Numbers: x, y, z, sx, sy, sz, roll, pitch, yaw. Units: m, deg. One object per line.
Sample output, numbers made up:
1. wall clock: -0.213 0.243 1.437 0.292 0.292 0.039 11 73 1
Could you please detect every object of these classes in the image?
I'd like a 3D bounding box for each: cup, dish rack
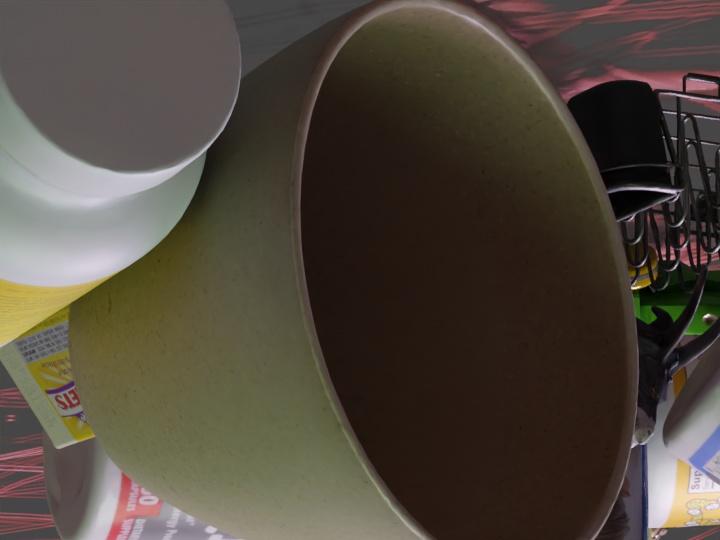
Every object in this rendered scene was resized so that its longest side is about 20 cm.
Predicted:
1. cup: -0.016 0.019 0.963 0.143 0.201 0.200 -15 162 34
2. dish rack: 0.134 -0.029 1.117 0.200 0.055 0.153 5 164 -32

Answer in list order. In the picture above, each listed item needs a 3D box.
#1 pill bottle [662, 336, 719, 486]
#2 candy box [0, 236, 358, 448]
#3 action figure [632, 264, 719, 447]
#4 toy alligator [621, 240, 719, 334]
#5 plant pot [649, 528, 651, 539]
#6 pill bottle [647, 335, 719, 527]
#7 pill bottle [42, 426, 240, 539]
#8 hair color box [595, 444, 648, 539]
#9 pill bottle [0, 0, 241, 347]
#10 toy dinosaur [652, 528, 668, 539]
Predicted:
1. pill bottle: 0.242 0.084 1.203 0.200 0.114 0.114 34 163 1
2. candy box: -0.086 0.007 1.117 0.200 0.102 0.026 -19 -162 47
3. action figure: 0.057 0.068 1.116 0.200 0.102 0.119 -19 147 11
4. toy alligator: 0.129 0.013 1.286 0.200 0.059 0.054 -4 -154 0
5. plant pot: 0.058 0.142 1.544 0.200 0.200 0.190 -5 178 4
6. pill bottle: 0.181 0.072 1.399 0.200 0.113 0.113 -2 165 -8
7. pill bottle: -0.048 0.082 1.371 0.200 0.114 0.114 1 165 -20
8. hair color box: 0.079 0.103 1.245 0.100 0.061 0.200 -1 -154 6
9. pill bottle: -0.116 -0.040 0.887 0.112 0.112 0.200 4 164 -28
10. toy dinosaur: 0.217 0.076 1.515 0.200 0.047 0.088 -29 145 -20
